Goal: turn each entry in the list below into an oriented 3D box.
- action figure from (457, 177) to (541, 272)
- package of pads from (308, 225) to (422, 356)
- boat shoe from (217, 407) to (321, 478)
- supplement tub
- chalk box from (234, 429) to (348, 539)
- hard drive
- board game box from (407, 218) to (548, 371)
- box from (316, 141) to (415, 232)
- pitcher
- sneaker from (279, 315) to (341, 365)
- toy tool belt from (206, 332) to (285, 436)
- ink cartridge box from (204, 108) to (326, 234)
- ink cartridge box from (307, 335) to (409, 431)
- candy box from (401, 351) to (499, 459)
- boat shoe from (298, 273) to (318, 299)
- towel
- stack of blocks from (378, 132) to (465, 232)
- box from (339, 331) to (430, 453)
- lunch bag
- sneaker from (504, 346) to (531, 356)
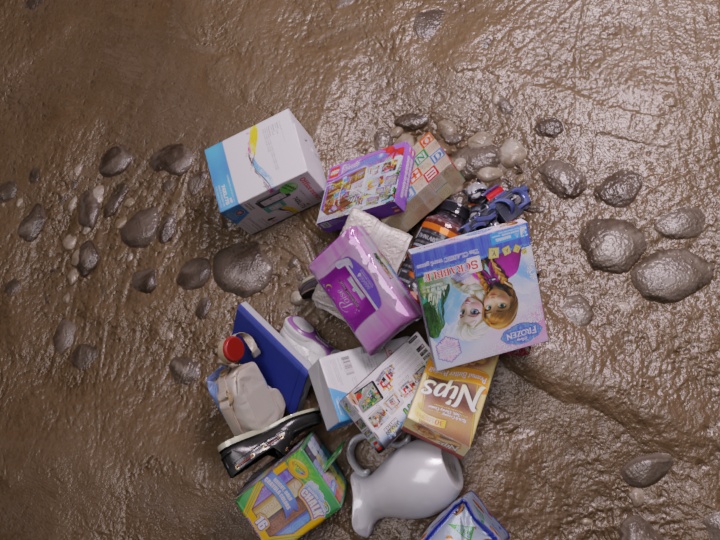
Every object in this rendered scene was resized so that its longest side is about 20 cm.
[{"bbox_3d":[0.228,-0.063,1.165,0.197,0.104,0.198,-21,86,-35],"label":"action figure"},{"bbox_3d":[0.008,0.035,1.162,0.120,0.075,0.202,-40,81,20],"label":"package of pads"},{"bbox_3d":[-0.153,0.303,1.174,0.197,0.074,0.064,-19,69,-28],"label":"boat shoe"},{"bbox_3d":[0.141,-0.025,1.224,0.105,0.107,0.204,24,84,21],"label":"supplement tub"},{"bbox_3d":[-0.101,0.379,1.173,0.198,0.124,0.125,-36,88,6],"label":"chalk box"},{"bbox_3d":[-0.175,0.172,1.274,0.199,0.025,0.134,40,132,22],"label":"hard drive"},{"bbox_3d":[0.193,0.041,1.080,0.194,0.041,0.205,-15,103,1],"label":"board game box"},{"bbox_3d":[0.010,-0.159,1.278,0.196,0.039,0.140,-11,55,39],"label":"box"},{"bbox_3d":[0.068,0.349,1.152,0.197,0.120,0.176,-28,63,21],"label":"pitcher"},{"bbox_3d":[-0.086,0.182,1.274,0.199,0.074,0.101,43,114,19],"label":"sneaker"},{"bbox_3d":[-0.238,0.226,1.252,0.121,0.124,0.204,-15,105,41],"label":"toy tool belt"},{"bbox_3d":[-0.186,-0.197,1.348,0.195,0.147,0.150,-23,70,11],"label":"ink cartridge box"},{"bbox_3d":[0.017,0.201,1.196,0.195,0.067,0.119,-10,68,-30],"label":"ink cartridge box"},{"bbox_3d":[0.158,0.201,1.131,0.113,0.056,0.203,23,54,6],"label":"candy box"},{"bbox_3d":[-0.029,0.032,1.280,0.194,0.074,0.076,-15,72,14],"label":"boat shoe"},{"bbox_3d":[0.000,0.000,1.225,0.130,0.034,0.204,26,101,6],"label":"towel"},{"bbox_3d":[0.093,-0.154,1.273,0.199,0.058,0.116,-41,41,13],"label":"stack of blocks"},{"bbox_3d":[0.066,0.208,1.152,0.198,0.035,0.111,-36,83,-35],"label":"box"},{"bbox_3d":[0.141,0.473,1.065,0.200,0.170,0.124,-44,68,0],"label":"lunch bag"},{"bbox_3d":[0.232,0.072,1.164,0.200,0.080,0.075,45,63,-6],"label":"sneaker"}]
